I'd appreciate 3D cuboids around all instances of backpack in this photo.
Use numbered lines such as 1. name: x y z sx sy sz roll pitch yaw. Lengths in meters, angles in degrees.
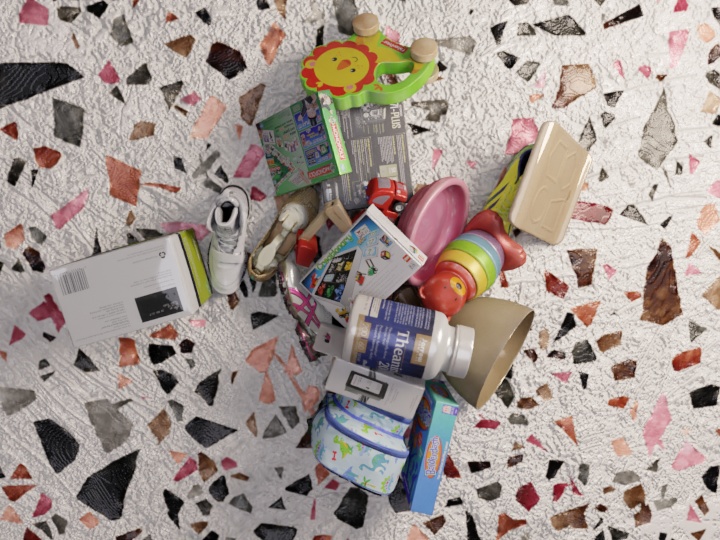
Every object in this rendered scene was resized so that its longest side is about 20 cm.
1. backpack: 0.003 0.289 1.158 0.182 0.200 0.148 25 95 -5

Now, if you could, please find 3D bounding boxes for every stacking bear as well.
1. stacking bear: 0.179 0.005 1.134 0.200 0.113 0.122 -43 99 -35

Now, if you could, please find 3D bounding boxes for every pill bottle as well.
1. pill bottle: 0.077 0.112 1.049 0.198 0.111 0.112 12 96 4

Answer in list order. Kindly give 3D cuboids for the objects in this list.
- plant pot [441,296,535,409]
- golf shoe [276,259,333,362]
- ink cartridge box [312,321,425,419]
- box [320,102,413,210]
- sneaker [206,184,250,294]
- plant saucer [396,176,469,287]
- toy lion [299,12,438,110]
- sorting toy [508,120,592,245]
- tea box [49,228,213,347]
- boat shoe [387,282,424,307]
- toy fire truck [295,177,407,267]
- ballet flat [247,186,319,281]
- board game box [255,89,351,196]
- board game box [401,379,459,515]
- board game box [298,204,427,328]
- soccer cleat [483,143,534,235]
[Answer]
1. plant pot: 0.204 0.127 1.172 0.134 0.200 0.202 29 94 23
2. golf shoe: -0.091 0.063 1.192 0.091 0.073 0.201 -23 111 -7
3. ink cartridge box: 0.009 0.170 1.132 0.198 0.116 0.068 20 110 -2
4. box: 0.002 -0.211 1.160 0.162 0.086 0.202 -8 97 -2
5. sneaker: -0.238 -0.052 1.150 0.074 0.115 0.202 7 96 -4
6. plant saucer: 0.121 -0.072 1.147 0.051 0.200 0.202 25 95 29
7. toy lion: 0.005 -0.336 1.098 0.199 0.069 0.192 31 67 24
8. sorting toy: 0.336 -0.150 1.162 0.036 0.199 0.187 23 96 39
9. tea box: -0.377 0.022 1.109 0.198 0.197 0.135 -15 98 -2
10. boat shoe: 0.068 0.026 1.199 0.072 0.068 0.201 -36 97 1
11. toy fire truck: -0.020 -0.082 1.115 0.140 0.049 0.201 15 128 -19
12. ballet flat: -0.138 -0.063 1.179 0.070 0.065 0.201 31 93 -3
13. board game box: -0.101 -0.211 1.110 0.029 0.199 0.136 -22 99 -37
14. board game box: 0.123 0.314 1.192 0.045 0.152 0.202 13 95 -4
15. board game box: 0.000 0.000 1.092 0.126 0.035 0.200 44 124 -4
16. soccer cleat: 0.277 -0.137 1.184 0.064 0.084 0.201 25 94 -6
